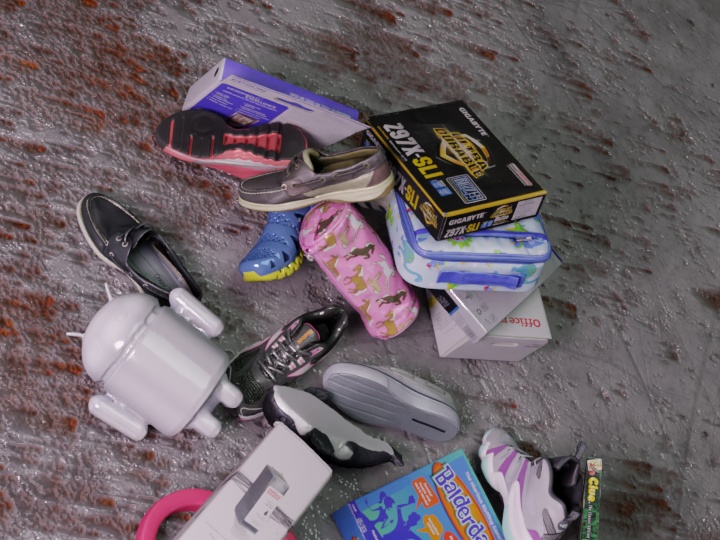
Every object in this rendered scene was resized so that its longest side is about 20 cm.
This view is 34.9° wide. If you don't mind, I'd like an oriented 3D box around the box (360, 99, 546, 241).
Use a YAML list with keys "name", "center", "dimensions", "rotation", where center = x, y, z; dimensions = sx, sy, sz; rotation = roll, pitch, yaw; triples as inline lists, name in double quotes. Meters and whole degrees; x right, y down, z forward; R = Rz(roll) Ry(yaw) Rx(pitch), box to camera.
- name: "box"
  center: [0.114, -0.131, 1.452]
  dimensions: [0.158, 0.050, 0.201]
  rotation: [-15, 50, -27]

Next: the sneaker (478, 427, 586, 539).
- name: "sneaker"
  center: [0.229, 0.249, 1.438]
  dimensions: [0.077, 0.140, 0.201]
  rotation: [22, 32, -32]

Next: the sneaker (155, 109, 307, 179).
- name: "sneaker"
  center: [-0.169, -0.148, 1.489]
  dimensions: [0.197, 0.087, 0.075]
  rotation: [9, 59, -1]

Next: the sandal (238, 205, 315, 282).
- name: "sandal"
  center: [-0.098, -0.056, 1.458]
  dimensions: [0.200, 0.079, 0.088]
  rotation: [-53, 132, -48]

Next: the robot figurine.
- name: "robot figurine"
  center: [-0.226, 0.104, 1.268]
  dimensions: [0.199, 0.113, 0.170]
  rotation: [39, 73, -8]

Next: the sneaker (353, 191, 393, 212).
- name: "sneaker"
  center: [0.031, -0.114, 1.568]
  dimensions: [0.197, 0.084, 0.076]
  rotation: [15, 88, -7]

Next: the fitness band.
- name: "fitness band"
  center: [-0.152, 0.319, 1.243]
  dimensions: [0.198, 0.037, 0.145]
  rotation: [24, 50, -21]

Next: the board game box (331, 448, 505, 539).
- name: "board game box"
  center: [0.080, 0.322, 1.386]
  dimensions: [0.199, 0.045, 0.153]
  rotation: [-18, 74, -40]

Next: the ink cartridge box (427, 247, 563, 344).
- name: "ink cartridge box"
  center: [0.183, 0.006, 1.535]
  dimensions: [0.100, 0.039, 0.199]
  rotation: [50, 51, 6]

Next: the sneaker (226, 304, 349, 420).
- name: "sneaker"
  center: [-0.089, 0.096, 1.381]
  dimensions: [0.080, 0.086, 0.200]
  rotation: [46, 49, 1]

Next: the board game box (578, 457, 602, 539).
- name: "board game box"
  center: [0.285, 0.316, 1.432]
  dimensions: [0.023, 0.201, 0.106]
  rotation: [2, 63, 10]

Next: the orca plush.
- name: "orca plush"
  center: [-0.046, 0.202, 1.370]
  dimensions: [0.199, 0.071, 0.106]
  rotation: [21, 32, -42]

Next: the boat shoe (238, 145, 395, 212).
- name: "boat shoe"
  center: [-0.058, -0.119, 1.399]
  dimensions: [0.198, 0.067, 0.072]
  rotation: [-4, 33, 14]

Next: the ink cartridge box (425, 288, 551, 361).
- name: "ink cartridge box"
  center: [0.167, 0.019, 1.598]
  dimensions: [0.143, 0.083, 0.202]
  rotation: [5, 60, -30]

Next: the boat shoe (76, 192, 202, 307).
- name: "boat shoe"
  center: [-0.257, -0.022, 1.353]
  dimensions: [0.074, 0.066, 0.200]
  rotation: [-31, 82, -41]

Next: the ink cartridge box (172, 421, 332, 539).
- name: "ink cartridge box"
  center: [-0.132, 0.269, 1.164]
  dimensions: [0.085, 0.146, 0.200]
  rotation: [43, 46, 1]

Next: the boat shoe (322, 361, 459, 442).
- name: "boat shoe"
  center: [0.036, 0.157, 1.450]
  dimensions: [0.199, 0.074, 0.067]
  rotation: [29, 32, -24]

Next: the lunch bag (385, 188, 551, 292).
- name: "lunch bag"
  center: [0.139, -0.047, 1.468]
  dimensions: [0.197, 0.083, 0.162]
  rotation: [3, 46, -14]

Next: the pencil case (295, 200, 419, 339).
- name: "pencil case"
  center: [0.000, 0.000, 1.451]
  dimensions: [0.200, 0.086, 0.083]
  rotation: [51, 18, -34]

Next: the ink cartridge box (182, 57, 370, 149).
- name: "ink cartridge box"
  center: [-0.108, -0.213, 1.481]
  dimensions: [0.196, 0.199, 0.044]
  rotation: [18, 78, -24]
